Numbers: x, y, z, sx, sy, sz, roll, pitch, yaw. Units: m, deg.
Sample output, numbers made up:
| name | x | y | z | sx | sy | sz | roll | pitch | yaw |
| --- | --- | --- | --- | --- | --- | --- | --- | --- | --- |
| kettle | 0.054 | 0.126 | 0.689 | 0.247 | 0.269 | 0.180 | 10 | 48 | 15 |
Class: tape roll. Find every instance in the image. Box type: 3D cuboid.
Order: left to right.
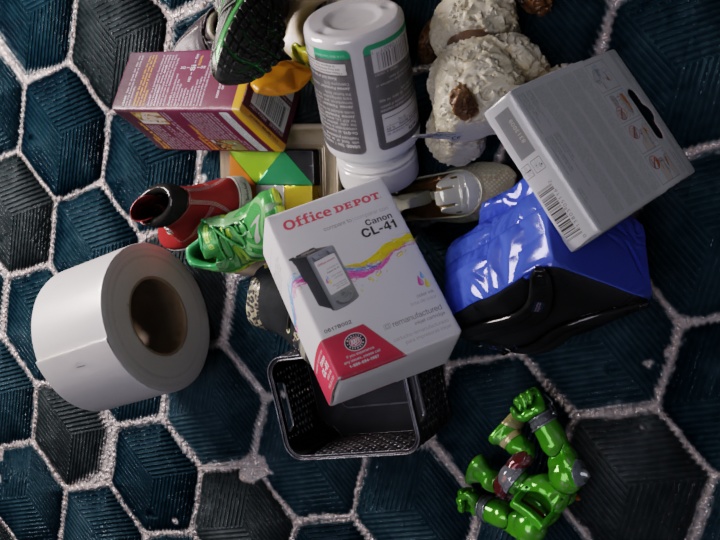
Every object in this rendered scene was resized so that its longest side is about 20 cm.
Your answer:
| name | x | y | z | sx | sy | sz | roll | pitch | yaw |
| --- | --- | --- | --- | --- | --- | --- | --- | --- | --- |
| tape roll | -0.318 | 0.077 | 1.424 | 0.138 | 0.202 | 0.204 | -17 | 93 | 31 |

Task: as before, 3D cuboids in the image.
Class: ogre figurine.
| name | x | y | z | sx | sy | sz | roll | pitch | yaw |
| --- | --- | --- | --- | --- | --- | --- | --- | --- | --- |
| ogre figurine | 0.190 | 0.243 | 1.232 | 0.120 | 0.098 | 0.201 | 45 | 109 | 26 |

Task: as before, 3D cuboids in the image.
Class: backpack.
| name | x | y | z | sx | sy | sz | roll | pitch | yaw |
| --- | --- | --- | --- | --- | --- | --- | --- | --- | --- |
| backpack | 0.189 | -0.004 | 1.130 | 0.200 | 0.162 | 0.169 | -39 | 38 | 47 |

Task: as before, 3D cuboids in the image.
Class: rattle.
| name | x | y | z | sx | sy | sz | roll | pitch | yaw |
| --- | --- | --- | --- | --- | --- | --- | --- | --- | --- |
| rattle | -0.040 | -0.302 | 1.211 | 0.200 | 0.142 | 0.131 | -48 | 59 | 36 |

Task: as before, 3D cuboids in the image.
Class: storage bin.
| name | x | y | z | sx | sy | sz | roll | pitch | yaw |
| --- | --- | --- | --- | --- | --- | --- | --- | --- | --- |
| storage bin | -0.002 | 0.153 | 1.322 | 0.199 | 0.094 | 0.136 | -9 | 98 | 32 |

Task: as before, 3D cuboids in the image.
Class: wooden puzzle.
| name | x | y | z | sx | sy | sz | roll | pitch | yaw |
| --- | --- | --- | --- | --- | --- | --- | --- | --- | --- |
| wooden puzzle | -0.107 | -0.086 | 1.357 | 0.184 | 0.037 | 0.202 | 3 | 104 | 29 |

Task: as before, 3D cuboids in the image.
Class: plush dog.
| name | x | y | z | sx | sy | sz | roll | pitch | yaw |
| --- | --- | --- | --- | --- | --- | --- | --- | --- | --- |
| plush dog | 0.125 | -0.228 | 1.139 | 0.199 | 0.160 | 0.173 | -18 | 69 | 32 |

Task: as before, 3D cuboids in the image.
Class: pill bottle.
| name | x | y | z | sx | sy | sz | roll | pitch | yaw |
| --- | --- | --- | --- | --- | --- | --- | --- | --- | --- |
| pill bottle | 0.007 | -0.192 | 1.188 | 0.112 | 0.113 | 0.201 | 11 | 131 | 27 |

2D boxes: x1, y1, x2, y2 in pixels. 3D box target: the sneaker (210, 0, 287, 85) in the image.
| name | x | y | z | sx | sy | sz | roll | pitch | yaw |
| --- | --- | --- | --- | --- | --- | --- | --- | --- | --- |
| sneaker | -0.130 | -0.286 | 1.206 | 0.085 | 0.201 | 0.078 | -12 | 139 | 36 |

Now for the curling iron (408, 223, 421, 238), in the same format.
| name | x | y | z | sx | sy | sz | roll | pitch | yaw |
| --- | --- | --- | --- | --- | --- | --- | --- | --- | --- |
| curling iron | 0.000 | 0.000 | 1.222 | 0.025 | 0.199 | 0.050 | 24 | 138 | 47 |

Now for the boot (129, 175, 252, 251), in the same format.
| name | x | y | z | sx | sy | sz | roll | pitch | yaw |
| --- | --- | --- | --- | --- | --- | --- | --- | --- | --- |
| boot | -0.248 | -0.070 | 1.360 | 0.199 | 0.143 | 0.073 | -25 | 78 | 51 |

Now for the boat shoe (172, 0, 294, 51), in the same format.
| name | x | y | z | sx | sy | sz | roll | pitch | yaw |
| --- | --- | --- | --- | --- | --- | --- | --- | --- | --- |
| boat shoe | -0.170 | -0.301 | 1.324 | 0.199 | 0.065 | 0.072 | -17 | 93 | 32 |

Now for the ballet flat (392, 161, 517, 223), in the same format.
| name | x | y | z | sx | sy | sz | roll | pitch | yaw |
| --- | --- | --- | --- | --- | --- | --- | --- | --- | --- |
| ballet flat | 0.085 | -0.081 | 1.231 | 0.199 | 0.062 | 0.068 | -9 | 98 | 31 |

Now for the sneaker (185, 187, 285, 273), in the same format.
| name | x | y | z | sx | sy | sz | roll | pitch | yaw |
| --- | --- | --- | --- | --- | --- | --- | --- | --- | --- |
| sneaker | -0.151 | -0.038 | 1.292 | 0.200 | 0.083 | 0.075 | -33 | 69 | 51 |

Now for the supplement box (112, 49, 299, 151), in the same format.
| name | x | y | z | sx | sy | sz | roll | pitch | yaw |
| --- | --- | --- | --- | --- | --- | --- | --- | --- | --- |
| supplement box | -0.192 | -0.210 | 1.319 | 0.199 | 0.110 | 0.086 | 5 | 71 | 29 |

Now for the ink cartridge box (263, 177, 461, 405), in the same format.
| name | x | y | z | sx | sy | sz | roll | pitch | yaw |
| --- | --- | --- | --- | --- | --- | --- | --- | --- | --- |
| ink cartridge box | -0.003 | 0.021 | 1.126 | 0.086 | 0.147 | 0.201 | 105 | 142 | -64 |

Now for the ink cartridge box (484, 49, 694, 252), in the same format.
| name | x | y | z | sx | sy | sz | roll | pitch | yaw |
| --- | --- | --- | --- | --- | --- | --- | --- | --- | --- |
| ink cartridge box | 0.234 | -0.127 | 1.064 | 0.161 | 0.199 | 0.047 | 58 | 138 | 5 |

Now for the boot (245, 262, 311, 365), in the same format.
| name | x | y | z | sx | sy | sz | roll | pitch | yaw |
| --- | --- | --- | --- | --- | --- | --- | --- | --- | --- |
| boot | -0.069 | -0.002 | 1.285 | 0.153 | 0.073 | 0.205 | 21 | 101 | 49 |
